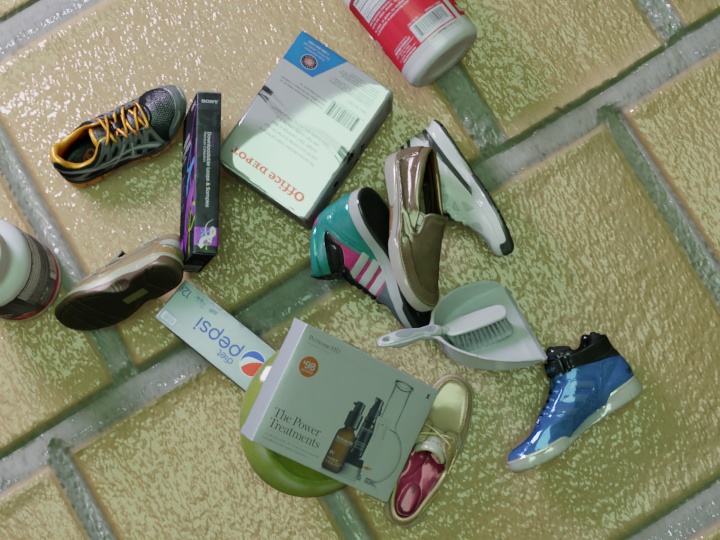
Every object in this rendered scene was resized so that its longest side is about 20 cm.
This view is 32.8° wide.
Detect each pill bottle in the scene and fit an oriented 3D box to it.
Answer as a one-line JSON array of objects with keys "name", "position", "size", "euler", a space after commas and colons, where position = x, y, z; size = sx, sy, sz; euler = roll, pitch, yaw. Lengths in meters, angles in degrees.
[{"name": "pill bottle", "position": [-0.446, -0.003, 1.497], "size": [0.109, 0.200, 0.112], "euler": [0, 81, 3]}, {"name": "pill bottle", "position": [0.051, -0.346, 1.581], "size": [0.112, 0.112, 0.201], "euler": [-38, 82, -4]}]

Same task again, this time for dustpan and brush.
[{"name": "dustpan and brush", "position": [0.115, 0.075, 1.499], "size": [0.197, 0.058, 0.140], "euler": [-17, 48, -10]}]

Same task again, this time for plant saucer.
[{"name": "plant saucer", "position": [-0.050, 0.184, 1.498], "size": [0.197, 0.031, 0.203], "euler": [-3, 98, -22]}]

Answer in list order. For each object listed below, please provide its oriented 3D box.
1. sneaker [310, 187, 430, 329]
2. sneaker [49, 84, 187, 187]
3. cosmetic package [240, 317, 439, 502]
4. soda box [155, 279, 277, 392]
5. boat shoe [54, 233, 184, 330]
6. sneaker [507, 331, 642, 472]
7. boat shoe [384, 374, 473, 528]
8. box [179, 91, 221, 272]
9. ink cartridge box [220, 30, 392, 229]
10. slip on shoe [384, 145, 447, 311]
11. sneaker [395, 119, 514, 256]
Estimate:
[{"name": "sneaker", "position": [0.000, 0.000, 1.542], "size": [0.120, 0.084, 0.202], "euler": [-15, 112, 34]}, {"name": "sneaker", "position": [-0.310, -0.174, 1.567], "size": [0.199, 0.077, 0.079], "euler": [-33, 76, 7]}, {"name": "cosmetic package", "position": [-0.023, 0.168, 1.464], "size": [0.198, 0.052, 0.152], "euler": [27, 84, -23]}, {"name": "soda box", "position": [-0.160, 0.100, 1.540], "size": [0.199, 0.068, 0.064], "euler": [38, 82, 6]}, {"name": "boat shoe", "position": [-0.301, 0.012, 1.547], "size": [0.198, 0.072, 0.077], "euler": [-21, 46, 22]}, {"name": "sneaker", "position": [0.243, 0.156, 1.515], "size": [0.199, 0.077, 0.112], "euler": [-34, 88, -8]}, {"name": "boat shoe", "position": [0.089, 0.224, 1.514], "size": [0.073, 0.069, 0.202], "euler": [21, 83, 5]}, {"name": "box", "position": [-0.203, -0.108, 1.536], "size": [0.036, 0.143, 0.203], "euler": [4, 80, -15]}, {"name": "ink cartridge box", "position": [-0.070, -0.178, 1.572], "size": [0.145, 0.084, 0.201], "euler": [35, 84, 6]}, {"name": "slip on shoe", "position": [0.077, -0.053, 1.495], "size": [0.060, 0.076, 0.203], "euler": [-15, 73, 35]}, {"name": "sneaker", "position": [0.107, -0.082, 1.569], "size": [0.115, 0.076, 0.202], "euler": [-34, 74, 5]}]
